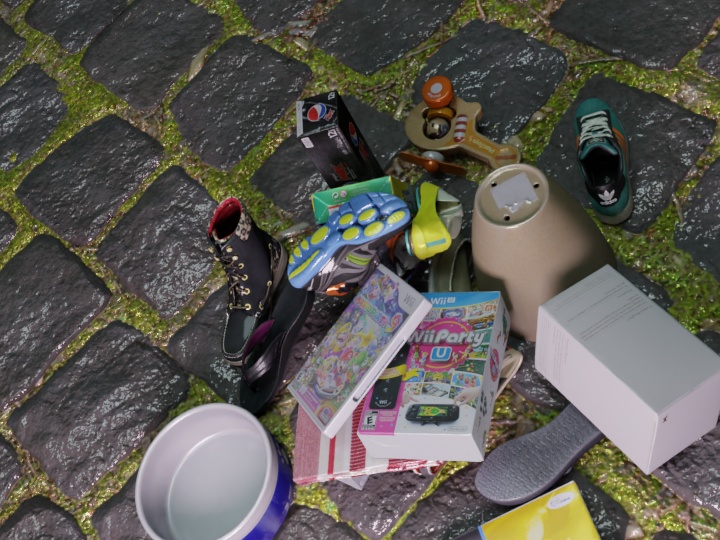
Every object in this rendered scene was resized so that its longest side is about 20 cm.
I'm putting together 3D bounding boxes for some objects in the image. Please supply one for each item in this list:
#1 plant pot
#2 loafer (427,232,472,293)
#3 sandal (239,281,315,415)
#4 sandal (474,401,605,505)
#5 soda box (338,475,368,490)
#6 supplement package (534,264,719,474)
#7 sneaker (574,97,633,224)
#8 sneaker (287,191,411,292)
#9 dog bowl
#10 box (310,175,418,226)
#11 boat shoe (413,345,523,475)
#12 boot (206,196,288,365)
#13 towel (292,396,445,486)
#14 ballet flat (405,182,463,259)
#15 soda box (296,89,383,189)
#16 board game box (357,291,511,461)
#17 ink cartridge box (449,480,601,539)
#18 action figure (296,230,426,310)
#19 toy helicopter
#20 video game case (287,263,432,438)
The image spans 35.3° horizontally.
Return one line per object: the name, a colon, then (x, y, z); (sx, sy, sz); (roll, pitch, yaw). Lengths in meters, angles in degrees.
plant pot: (0.214, -0.041, 1.426); (0.185, 0.200, 0.189); (-12, 55, 17)
loafer: (0.127, 0.044, 1.493); (0.069, 0.075, 0.202); (2, 67, 25)
sandal: (-0.129, 0.101, 1.552); (0.075, 0.048, 0.202); (27, 96, 49)
sandal: (0.229, 0.221, 1.358); (0.199, 0.043, 0.076); (-31, 51, -10)
soda box: (0.010, 0.175, 1.468); (0.068, 0.064, 0.201); (16, 68, 32)
supplement package: (0.311, 0.112, 1.320); (0.116, 0.118, 0.200); (-27, 49, -20)
sneaker: (0.326, -0.165, 1.526); (0.071, 0.080, 0.202); (-15, 55, 15)
sneaker: (-0.009, -0.034, 1.462); (0.199, 0.082, 0.071); (-36, 51, 31)
dog bowl: (-0.191, 0.282, 1.483); (0.198, 0.079, 0.202); (-12, 56, 18)
box: (0.018, -0.085, 1.561); (0.116, 0.200, 0.049); (-12, 85, 16)
boat shoe: (0.132, 0.173, 1.415); (0.062, 0.071, 0.201); (22, 67, 30)
boot: (-0.177, 0.014, 1.596); (0.073, 0.154, 0.206); (3, 61, 25)
towel: (0.013, 0.187, 1.399); (0.197, 0.023, 0.145); (-12, 49, 17)
ballet flat: (0.104, -0.069, 1.506); (0.066, 0.068, 0.200); (-12, 20, 14)
soda box: (-0.026, -0.164, 1.609); (0.063, 0.200, 0.072); (-14, 55, 15)
board game box: (0.091, 0.124, 1.357); (0.146, 0.065, 0.202); (-2, 50, 24)
ink cartridge box: (0.196, 0.369, 1.276); (0.196, 0.047, 0.201); (-27, 51, 6)
action figure: (0.000, 0.000, 1.536); (0.192, 0.105, 0.201); (-13, 29, 37)
toy helicopter: (0.144, -0.182, 1.625); (0.199, 0.079, 0.133); (32, 77, 32)
video game case: (-0.004, 0.095, 1.394); (0.201, 0.018, 0.143); (-53, 28, 0)
